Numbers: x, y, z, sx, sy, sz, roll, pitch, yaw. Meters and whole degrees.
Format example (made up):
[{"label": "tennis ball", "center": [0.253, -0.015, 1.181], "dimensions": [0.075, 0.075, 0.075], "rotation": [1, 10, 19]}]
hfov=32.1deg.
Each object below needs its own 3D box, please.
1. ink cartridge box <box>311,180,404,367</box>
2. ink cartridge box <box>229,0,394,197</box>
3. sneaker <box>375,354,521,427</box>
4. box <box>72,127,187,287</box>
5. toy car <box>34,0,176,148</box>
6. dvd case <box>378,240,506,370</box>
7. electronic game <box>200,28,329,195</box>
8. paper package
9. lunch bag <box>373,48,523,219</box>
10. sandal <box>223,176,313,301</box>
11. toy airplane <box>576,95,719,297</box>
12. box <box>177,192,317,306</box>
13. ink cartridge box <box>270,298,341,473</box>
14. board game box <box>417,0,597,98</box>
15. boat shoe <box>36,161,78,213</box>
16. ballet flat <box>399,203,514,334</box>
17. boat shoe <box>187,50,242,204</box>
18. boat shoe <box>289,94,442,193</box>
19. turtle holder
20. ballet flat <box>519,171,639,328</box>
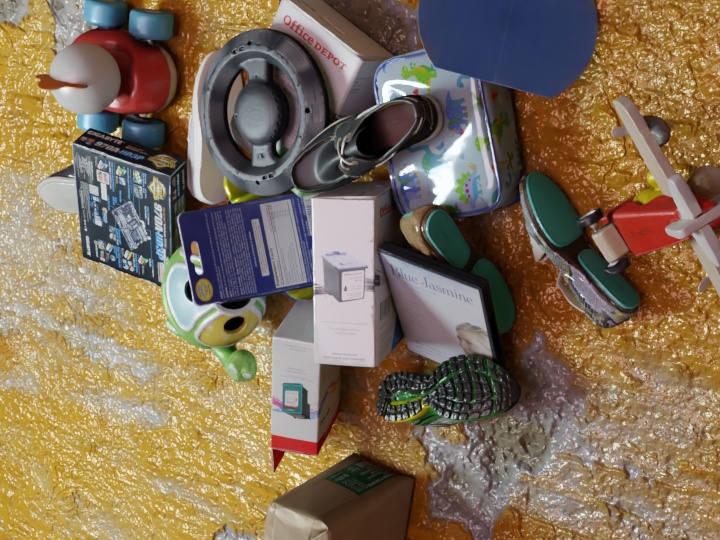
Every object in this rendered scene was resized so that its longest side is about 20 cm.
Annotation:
[{"label": "ink cartridge box", "center": [0.000, 0.000, 1.518], "dimensions": [0.085, 0.146, 0.203], "rotation": [1, 101, 15]}, {"label": "ink cartridge box", "center": [-0.063, -0.218, 1.563], "dimensions": [0.146, 0.084, 0.201], "rotation": [41, 120, 23]}, {"label": "sneaker", "center": [0.115, 0.149, 1.519], "dimensions": [0.198, 0.085, 0.079], "rotation": [-9, 71, 44]}, {"label": "box", "center": [-0.317, -0.083, 1.738], "dimensions": [0.157, 0.046, 0.202], "rotation": [19, 130, 17]}, {"label": "toy car", "center": [-0.369, -0.266, 1.698], "dimensions": [0.175, 0.199, 0.187], "rotation": [19, 110, 30]}, {"label": "dvd case", "center": [0.100, 0.055, 1.476], "dimensions": [0.141, 0.018, 0.201], "rotation": [22, 149, 30]}, {"label": "electronic game", "center": [-0.119, -0.193, 1.530], "dimensions": [0.198, 0.041, 0.203], "rotation": [7, 101, 35]}, {"label": "paper package", "center": [-0.034, 0.357, 1.594], "dimensions": [0.103, 0.199, 0.193], "rotation": [20, 111, 30]}, {"label": "lunch bag", "center": [0.101, -0.162, 1.462], "dimensions": [0.159, 0.082, 0.203], "rotation": [-9, 95, 35]}, {"label": "sandal", "center": [-0.116, -0.049, 1.655], "dimensions": [0.202, 0.079, 0.087], "rotation": [62, 161, 1]}, {"label": "toy airplane", "center": [0.331, -0.066, 1.285], "dimensions": [0.199, 0.140, 0.201], "rotation": [41, 154, 35]}, {"label": "box", "center": [-0.129, -0.028, 1.586], "dimensions": [0.032, 0.197, 0.123], "rotation": [158, 101, -69]}, {"label": "ink cartridge box", "center": [-0.069, 0.154, 1.611], "dimensions": [0.066, 0.116, 0.203], "rotation": [8, 116, 12]}, {"label": "board game box", "center": [0.160, -0.271, 1.377], "dimensions": [0.197, 0.039, 0.160], "rotation": [15, 75, 1]}, {"label": "boat shoe", "center": [-0.396, -0.136, 1.831], "dimensions": [0.198, 0.061, 0.074], "rotation": [-12, 134, 41]}, {"label": "ballet flat", "center": [0.109, -0.002, 1.467], "dimensions": [0.072, 0.068, 0.200], "rotation": [9, 148, 52]}, {"label": "boat shoe", "center": [-0.202, -0.192, 1.681], "dimensions": [0.068, 0.071, 0.203], "rotation": [10, 104, 54]}, {"label": "boat shoe", "center": [-0.004, -0.145, 1.428], "dimensions": [0.198, 0.068, 0.073], "rotation": [-24, 91, 25]}, {"label": "turtle holder", "center": [-0.191, 0.044, 1.650], "dimensions": [0.131, 0.139, 0.188], "rotation": [-17, 59, 65]}, {"label": "ballet flat", "center": [0.231, -0.016, 1.413], "dimensions": [0.072, 0.072, 0.201], "rotation": [-45, 72, 33]}]
